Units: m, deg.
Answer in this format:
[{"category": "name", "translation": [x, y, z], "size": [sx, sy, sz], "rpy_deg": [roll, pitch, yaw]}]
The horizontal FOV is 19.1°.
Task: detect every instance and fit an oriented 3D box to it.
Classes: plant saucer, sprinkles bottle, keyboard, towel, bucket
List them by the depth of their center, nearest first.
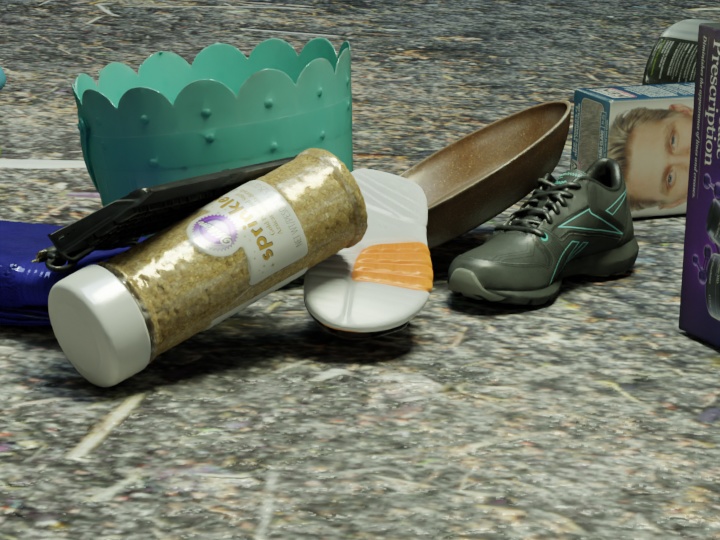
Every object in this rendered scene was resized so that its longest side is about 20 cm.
[{"category": "sprinkles bottle", "translation": [-0.089, -0.004, 1.275], "size": [0.199, 0.069, 0.068], "rpy_deg": [-30, 30, -31]}, {"category": "keyboard", "translation": [-0.124, -0.032, 1.319], "size": [0.127, 0.021, 0.200], "rpy_deg": [-24, -4, 30]}, {"category": "towel", "translation": [-0.195, 0.007, 1.386], "size": [0.199, 0.050, 0.148], "rpy_deg": [8, 12, 16]}, {"category": "bucket", "translation": [-0.098, -0.083, 1.518], "size": [0.206, 0.136, 0.207], "rpy_deg": [-6, 13, 1]}, {"category": "plant saucer", "translation": [0.073, -0.060, 1.563], "size": [0.200, 0.037, 0.200], "rpy_deg": [-29, 11, 6]}]

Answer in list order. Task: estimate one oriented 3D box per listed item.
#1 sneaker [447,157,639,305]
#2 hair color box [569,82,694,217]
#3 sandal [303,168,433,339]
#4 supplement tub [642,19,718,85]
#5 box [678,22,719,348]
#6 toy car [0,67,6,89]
[{"category": "sneaker", "translation": [0.125, -0.028, 1.490], "size": [0.075, 0.080, 0.200], "rpy_deg": [13, 20, 34]}, {"category": "hair color box", "translation": [0.271, -0.101, 1.752], "size": [0.199, 0.101, 0.060], "rpy_deg": [-5, 17, -24]}, {"category": "sandal", "translation": [0.008, 0.002, 1.389], "size": [0.079, 0.060, 0.207], "rpy_deg": [14, 28, 1]}, {"category": "supplement tub", "translation": [0.368, -0.160, 1.959], "size": [0.122, 0.123, 0.199], "rpy_deg": [-12, 20, -43]}, {"category": "box", "translation": [0.269, -0.046, 1.321], "size": [0.078, 0.202, 0.141], "rpy_deg": [-5, 14, -25]}, {"category": "toy car", "translation": [-0.374, -0.149, 1.712], "size": [0.199, 0.151, 0.175], "rpy_deg": [22, 11, -7]}]
